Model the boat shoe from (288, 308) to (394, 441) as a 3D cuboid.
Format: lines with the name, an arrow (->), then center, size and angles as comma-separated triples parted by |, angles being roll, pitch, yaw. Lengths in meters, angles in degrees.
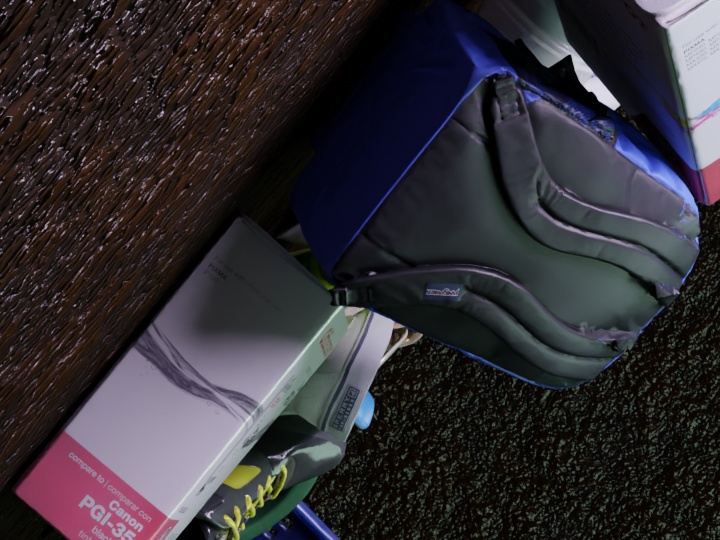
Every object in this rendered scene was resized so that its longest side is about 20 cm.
boat shoe -> -0.024, 0.058, 1.383 | 0.200, 0.070, 0.071 | -64, 178, -76

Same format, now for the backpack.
backpack -> 0.084, -0.046, 1.168 | 0.163, 0.200, 0.168 | -49, -149, 21

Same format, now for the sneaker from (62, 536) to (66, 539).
sneaker -> -0.155, 0.150, 1.505 | 0.200, 0.073, 0.077 | -52, 156, -53

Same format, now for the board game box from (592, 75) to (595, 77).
board game box -> 0.224, -0.250, 1.715 | 0.200, 0.097, 0.159 | -51, 176, 4

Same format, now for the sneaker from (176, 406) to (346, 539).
sneaker -> -0.092, 0.148, 1.347 | 0.199, 0.085, 0.075 | -15, 138, -26

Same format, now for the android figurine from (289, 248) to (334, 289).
android figurine -> 0.000, 0.000, 1.396 | 0.181, 0.041, 0.200 | -14, 176, -13

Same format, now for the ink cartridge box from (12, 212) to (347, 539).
ink cartridge box -> -0.098, 0.076, 1.214 | 0.200, 0.083, 0.147 | -50, 175, -5

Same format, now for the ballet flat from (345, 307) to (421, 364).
ballet flat -> -0.025, 0.063, 1.651 | 0.200, 0.070, 0.070 | -24, 159, -41

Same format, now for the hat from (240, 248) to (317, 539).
hat -> -0.124, 0.085, 1.473 | 0.199, 0.176, 0.166 | 13, 124, -41

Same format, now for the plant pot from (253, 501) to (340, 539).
plant pot -> -0.153, 0.372, 2.502 | 0.200, 0.200, 0.180 | -47, -178, -37

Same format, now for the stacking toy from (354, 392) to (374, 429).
stacking toy -> -0.096, 0.136, 1.777 | 0.200, 0.110, 0.116 | -39, -172, 3

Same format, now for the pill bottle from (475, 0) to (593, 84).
pill bottle -> 0.159, -0.209, 1.288 | 0.200, 0.111, 0.111 | -52, 175, 21

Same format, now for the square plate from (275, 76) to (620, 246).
square plate -> 0.070, -0.070, 1.402 | 0.200, 0.029, 0.198 | -30, 174, 34

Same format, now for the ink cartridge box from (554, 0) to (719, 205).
ink cartridge box -> 0.165, -0.148, 1.124 | 0.083, 0.146, 0.200 | -34, 152, -2
